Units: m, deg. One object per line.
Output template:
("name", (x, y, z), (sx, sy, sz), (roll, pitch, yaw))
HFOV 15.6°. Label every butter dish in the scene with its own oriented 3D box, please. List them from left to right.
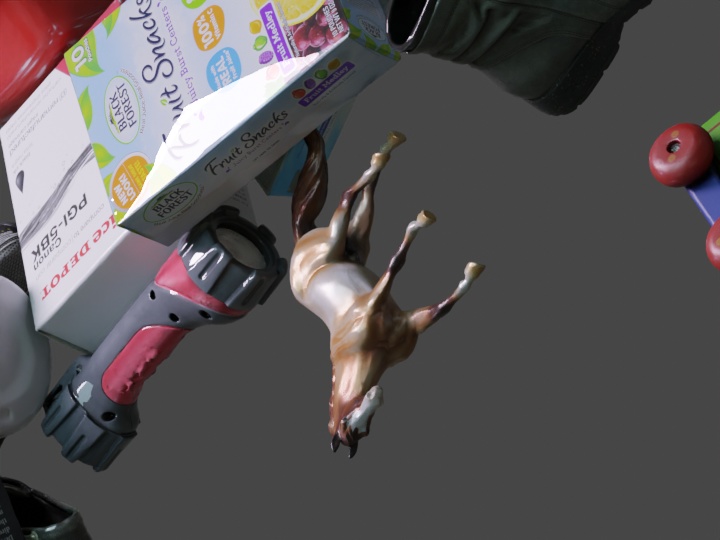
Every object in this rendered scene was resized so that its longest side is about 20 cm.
("butter dish", (-0.232, -0.168, 1.874), (0.200, 0.148, 0.199), (-38, 4, 36))

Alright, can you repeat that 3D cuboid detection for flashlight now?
("flashlight", (-0.127, 0.048, 1.679), (0.200, 0.068, 0.068), (-51, 22, 27))

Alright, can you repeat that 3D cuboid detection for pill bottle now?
("pill bottle", (-0.310, 0.070, 1.756), (0.200, 0.111, 0.112), (-13, 61, 40))

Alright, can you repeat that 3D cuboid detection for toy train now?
("toy train", (0.229, -0.022, 1.249), (0.116, 0.085, 0.200), (-40, 41, 12))

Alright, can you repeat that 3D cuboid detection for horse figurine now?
("horse figurine", (0.000, 0.000, 1.545), (0.133, 0.050, 0.200), (-56, 41, 24))

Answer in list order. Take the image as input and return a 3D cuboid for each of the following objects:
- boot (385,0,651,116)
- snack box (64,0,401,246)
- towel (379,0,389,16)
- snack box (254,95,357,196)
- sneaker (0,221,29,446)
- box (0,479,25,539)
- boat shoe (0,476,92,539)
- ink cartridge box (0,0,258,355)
("boot", (0.108, -0.185, 1.443), (0.200, 0.130, 0.068), (-58, 37, 12))
("snack box", (-0.082, -0.130, 1.601), (0.200, 0.053, 0.142), (-37, 53, 25))
("towel", (0.013, -0.249, 1.675), (0.171, 0.048, 0.200), (28, 94, 55))
("snack box", (-0.068, -0.152, 1.682), (0.200, 0.037, 0.116), (54, 130, 39))
("sneaker", (-0.259, 0.065, 1.839), (0.085, 0.078, 0.201), (16, 92, 48))
("box", (-0.282, 0.215, 1.666), (0.148, 0.104, 0.201), (-16, 97, 46))
("boat shoe", (-0.236, 0.165, 1.731), (0.200, 0.071, 0.064), (9, 123, 48))
("ink cartridge box", (-0.158, -0.059, 1.757), (0.147, 0.083, 0.200), (-45, 40, 26))
